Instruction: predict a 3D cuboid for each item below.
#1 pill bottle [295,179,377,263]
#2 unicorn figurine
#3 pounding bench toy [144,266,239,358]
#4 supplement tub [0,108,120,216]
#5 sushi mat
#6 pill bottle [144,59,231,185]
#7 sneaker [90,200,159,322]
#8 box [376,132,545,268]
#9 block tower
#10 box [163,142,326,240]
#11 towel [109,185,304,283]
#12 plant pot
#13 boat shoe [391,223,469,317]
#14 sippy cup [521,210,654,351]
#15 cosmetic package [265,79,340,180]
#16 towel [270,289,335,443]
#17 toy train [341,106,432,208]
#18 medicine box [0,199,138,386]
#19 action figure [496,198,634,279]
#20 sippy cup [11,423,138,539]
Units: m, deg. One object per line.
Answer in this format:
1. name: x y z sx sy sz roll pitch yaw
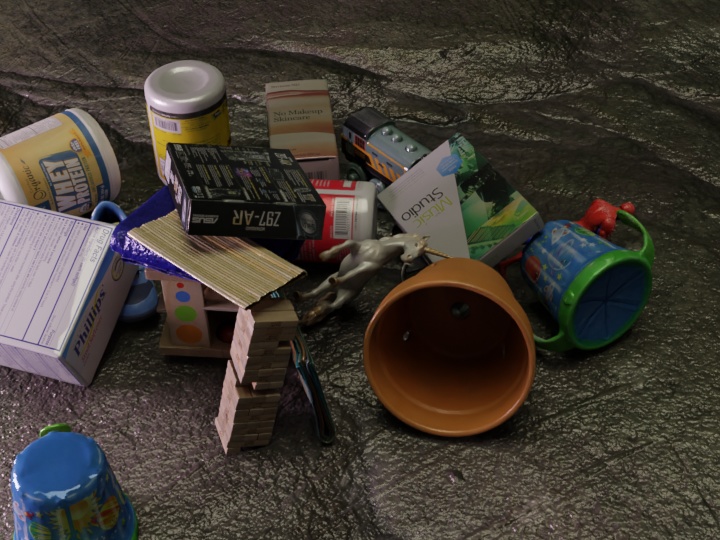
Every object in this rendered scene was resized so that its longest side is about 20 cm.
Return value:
1. pill bottle: -0.078 -0.068 1.625 0.198 0.113 0.113 3 42 4
2. unicorn figurine: 0.000 0.000 1.506 0.137 0.199 0.074 -19 84 -41
3. pounding bench toy: -0.182 -0.004 1.522 0.123 0.157 0.201 3 43 4
4. supplement tub: -0.453 -0.128 1.675 0.199 0.146 0.144 -29 49 -27
5. sushi mat: -0.162 -0.020 1.338 0.199 0.012 0.095 30 45 31
6. pill bottle: -0.238 -0.184 1.691 0.111 0.201 0.113 0 42 0
7. sneaker: -0.321 -0.012 1.591 0.073 0.083 0.201 -16 46 -18
8. box: 0.126 -0.077 1.551 0.144 0.036 0.200 -38 49 0
9. block tower: -0.119 0.118 1.362 0.057 0.201 0.054 -1 38 -24
10. box: -0.140 -0.096 1.411 0.159 0.044 0.200 2 24 -19
11. towel: -0.176 -0.032 1.406 0.198 0.050 0.148 19 39 21
12. plant pot: 0.112 0.074 1.419 0.198 0.202 0.140 7 26 9
13. boat shoe: 0.088 0.001 1.575 0.070 0.073 0.200 -21 46 -23
14. sippy cup: 0.274 0.007 1.506 0.177 0.141 0.130 -20 42 -23
15. cosmetic package: -0.087 -0.192 1.782 0.102 0.088 0.201 -6 42 -4
16. towel: -0.078 0.092 1.424 0.022 0.147 0.201 -20 43 -7
17. toy train: 0.047 -0.149 1.711 0.085 0.115 0.200 -29 49 -27
18. medicine box: -0.407 0.025 1.493 0.198 0.103 0.184 13 66 14
19. action figure: 0.283 -0.031 1.624 0.199 0.099 0.066 -24 45 8
20. sippy cup: -0.310 0.246 1.267 0.177 0.131 0.140 26 49 27
